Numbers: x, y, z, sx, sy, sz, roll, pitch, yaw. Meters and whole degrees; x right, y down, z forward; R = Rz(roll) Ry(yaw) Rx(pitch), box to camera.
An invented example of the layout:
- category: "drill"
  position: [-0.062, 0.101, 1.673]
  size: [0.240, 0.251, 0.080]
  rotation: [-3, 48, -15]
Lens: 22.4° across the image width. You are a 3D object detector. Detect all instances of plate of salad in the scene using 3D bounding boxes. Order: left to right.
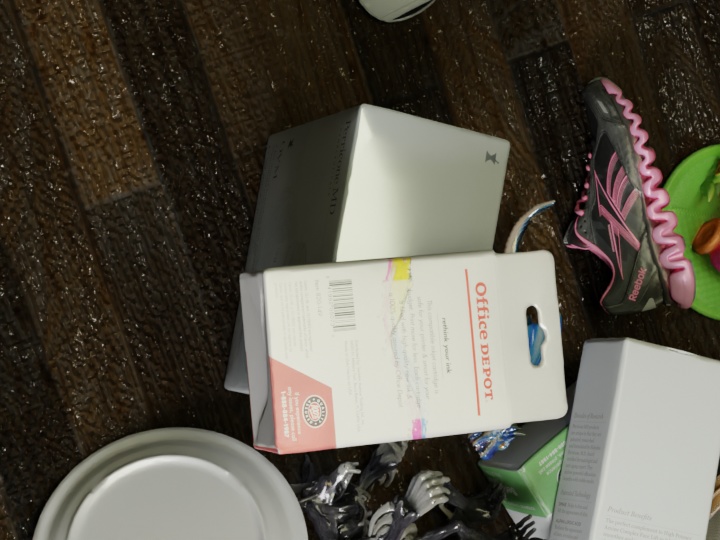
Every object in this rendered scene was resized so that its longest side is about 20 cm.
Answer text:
- category: "plate of salad"
  position: [-0.135, 0.205, 1.297]
  size: [0.198, 0.048, 0.201]
  rotation: [-1, 57, 2]

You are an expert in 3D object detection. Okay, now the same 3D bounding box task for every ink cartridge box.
- category: "ink cartridge box"
  position: [0.028, 0.050, 1.179]
  size: [0.198, 0.067, 0.118]
  rotation: [-4, 89, -17]
- category: "ink cartridge box"
  position: [0.211, 0.194, 1.457]
  size: [0.145, 0.087, 0.201]
  rotation: [-37, 100, -19]

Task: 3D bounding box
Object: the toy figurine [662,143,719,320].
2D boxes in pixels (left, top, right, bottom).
- category: "toy figurine"
  position: [0.360, -0.057, 1.478]
  size: [0.150, 0.184, 0.201]
  rotation: [36, 75, -18]

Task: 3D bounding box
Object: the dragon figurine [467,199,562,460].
- category: "dragon figurine"
  position: [0.119, 0.049, 1.438]
  size: [0.099, 0.059, 0.201]
  rotation: [34, 76, -18]

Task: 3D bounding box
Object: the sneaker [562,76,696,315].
- category: "sneaker"
  position: [0.203, -0.056, 1.475]
  size: [0.095, 0.079, 0.202]
  rotation: [-18, 81, 12]

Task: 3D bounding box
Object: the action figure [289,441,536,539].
- category: "action figure"
  position: [0.028, 0.169, 1.368]
  size: [0.199, 0.119, 0.103]
  rotation: [13, 117, -28]

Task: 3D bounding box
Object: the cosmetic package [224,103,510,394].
- category: "cosmetic package"
  position: [0.000, 0.000, 1.313]
  size: [0.122, 0.200, 0.201]
  rotation: [12, 83, -22]

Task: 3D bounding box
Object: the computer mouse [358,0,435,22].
- category: "computer mouse"
  position: [0.082, -0.263, 1.442]
  size: [0.199, 0.044, 0.110]
  rotation: [-36, 103, -20]

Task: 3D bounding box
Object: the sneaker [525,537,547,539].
- category: "sneaker"
  position: [0.064, 0.254, 1.344]
  size: [0.079, 0.200, 0.074]
  rotation: [39, 33, -20]

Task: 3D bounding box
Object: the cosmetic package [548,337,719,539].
- category: "cosmetic package"
  position: [0.208, 0.159, 1.374]
  size: [0.101, 0.074, 0.202]
  rotation: [15, 80, -20]

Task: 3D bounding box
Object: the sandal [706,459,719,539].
- category: "sandal"
  position: [0.285, 0.185, 1.413]
  size: [0.081, 0.054, 0.201]
  rotation: [25, 78, -21]
